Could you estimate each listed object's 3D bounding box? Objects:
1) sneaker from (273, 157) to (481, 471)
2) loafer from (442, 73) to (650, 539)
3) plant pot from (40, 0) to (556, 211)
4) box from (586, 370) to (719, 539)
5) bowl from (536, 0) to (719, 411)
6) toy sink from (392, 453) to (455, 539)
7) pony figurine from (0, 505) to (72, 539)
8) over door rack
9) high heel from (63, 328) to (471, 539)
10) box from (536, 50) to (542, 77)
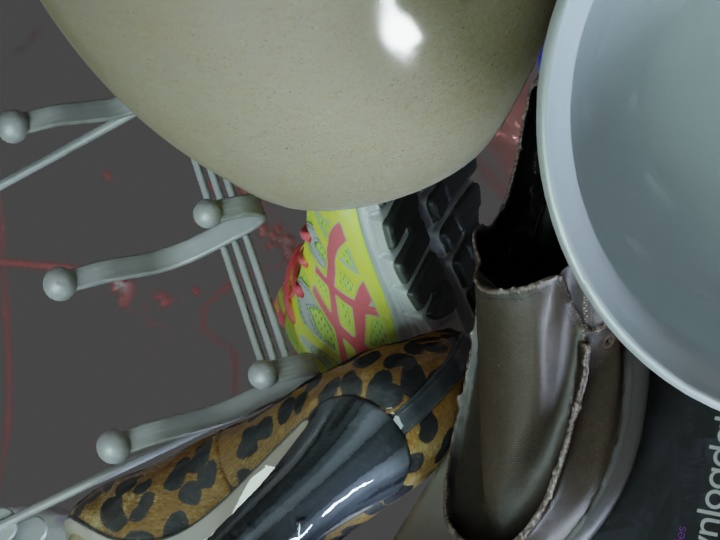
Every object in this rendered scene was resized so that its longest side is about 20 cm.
[{"bbox_3d":[0.000,0.000,1.149,0.090,0.078,0.201,1,122,29],"label":"sneaker"},{"bbox_3d":[0.060,0.011,1.038,0.073,0.071,0.201,27,107,50],"label":"loafer"},{"bbox_3d":[-0.011,-0.101,1.010,0.199,0.200,0.135,0,124,27],"label":"plant pot"},{"bbox_3d":[0.185,0.069,1.053,0.199,0.144,0.036,9,169,14],"label":"box"},{"bbox_3d":[0.141,-0.053,0.957,0.200,0.090,0.202,-1,95,-13],"label":"bowl"},{"bbox_3d":[0.114,0.144,1.125,0.200,0.131,0.112,31,172,15],"label":"toy sink"},{"bbox_3d":[-0.099,0.173,1.287,0.192,0.167,0.201,-10,117,-4],"label":"pony figurine"},{"bbox_3d":[-0.117,0.016,1.185,0.200,0.066,0.148,-30,71,37],"label":"over door rack"},{"bbox_3d":[-0.035,0.080,1.144,0.072,0.142,0.200,53,158,-10],"label":"high heel"},{"bbox_3d":[0.160,-0.068,1.047,0.199,0.041,0.120,10,125,25],"label":"box"}]
